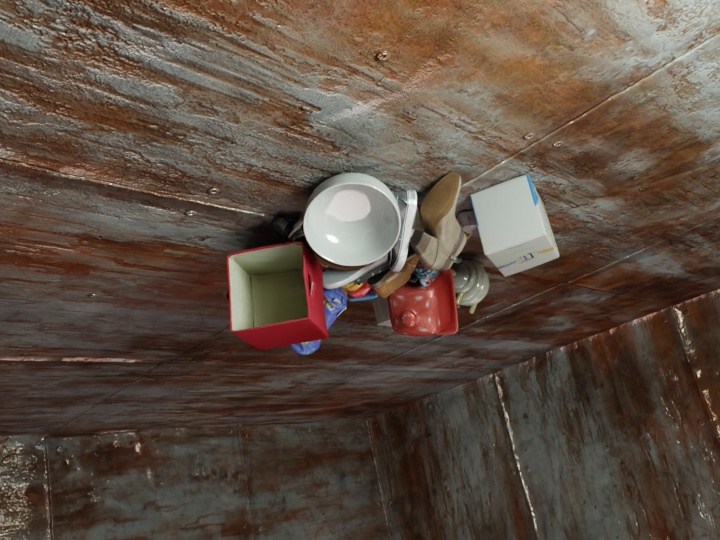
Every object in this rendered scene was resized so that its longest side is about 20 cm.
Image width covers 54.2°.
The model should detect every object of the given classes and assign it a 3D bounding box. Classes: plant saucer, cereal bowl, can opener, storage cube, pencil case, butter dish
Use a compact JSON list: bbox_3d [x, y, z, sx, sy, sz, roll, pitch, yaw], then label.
[{"bbox_3d":[-0.047,-0.053,1.542,0.195,0.037,0.202,12,149,7],"label":"plant saucer"},{"bbox_3d":[-0.016,-0.112,1.402,0.194,0.084,0.204,1,130,1],"label":"cereal bowl"},{"bbox_3d":[-0.165,-0.067,1.550,0.053,0.066,0.200,-51,177,-26],"label":"can opener"},{"bbox_3d":[-0.178,0.059,1.530,0.195,0.175,0.180,-10,160,9],"label":"storage cube"},{"bbox_3d":[-0.105,0.121,1.738,0.202,0.086,0.078,-56,178,28],"label":"pencil case"},{"bbox_3d":[0.146,0.101,1.862,0.195,0.205,0.148,0,-159,23],"label":"butter dish"}]

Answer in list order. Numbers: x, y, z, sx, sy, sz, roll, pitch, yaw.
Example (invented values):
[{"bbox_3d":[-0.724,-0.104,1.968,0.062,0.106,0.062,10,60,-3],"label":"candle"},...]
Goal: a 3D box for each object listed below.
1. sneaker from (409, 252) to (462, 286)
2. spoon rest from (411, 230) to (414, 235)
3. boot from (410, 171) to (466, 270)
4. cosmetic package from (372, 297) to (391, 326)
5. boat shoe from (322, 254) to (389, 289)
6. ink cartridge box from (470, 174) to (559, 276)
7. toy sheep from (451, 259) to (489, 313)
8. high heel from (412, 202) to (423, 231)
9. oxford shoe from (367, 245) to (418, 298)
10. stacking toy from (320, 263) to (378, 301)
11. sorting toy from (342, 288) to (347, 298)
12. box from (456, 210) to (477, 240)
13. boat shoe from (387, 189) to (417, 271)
[{"bbox_3d":[0.183,-0.007,1.763,0.078,0.098,0.198,11,169,-33],"label":"sneaker"},{"bbox_3d":[0.080,-0.095,1.620,0.197,0.062,0.099,-14,167,-39],"label":"spoon rest"},{"bbox_3d":[0.185,-0.096,1.510,0.145,0.070,0.202,24,101,-48],"label":"boot"},{"bbox_3d":[0.133,0.078,2.017,0.197,0.110,0.084,-24,159,32],"label":"cosmetic package"},{"bbox_3d":[0.000,0.000,1.662,0.197,0.070,0.067,-31,133,-11],"label":"boat shoe"},{"bbox_3d":[0.357,-0.099,1.617,0.142,0.151,0.199,-19,159,19],"label":"ink cartridge box"},{"bbox_3d":[0.292,0.036,1.965,0.135,0.141,0.199,-21,153,24],"label":"toy sheep"},{"bbox_3d":[0.120,-0.136,1.554,0.198,0.098,0.067,30,128,-33],"label":"high heel"},{"bbox_3d":[0.108,-0.013,1.720,0.199,0.071,0.072,-42,120,-3],"label":"oxford shoe"},{"bbox_3d":[-0.043,-0.007,1.723,0.114,0.113,0.198,-9,155,43],"label":"stacking toy"},{"bbox_3d":[-0.058,0.042,1.923,0.195,0.037,0.186,-11,160,-18],"label":"sorting toy"},{"bbox_3d":[0.243,-0.086,1.742,0.038,0.042,0.201,-7,160,-11],"label":"box"},{"bbox_3d":[0.070,-0.082,1.482,0.066,0.073,0.203,2,134,-8],"label":"boat shoe"}]
